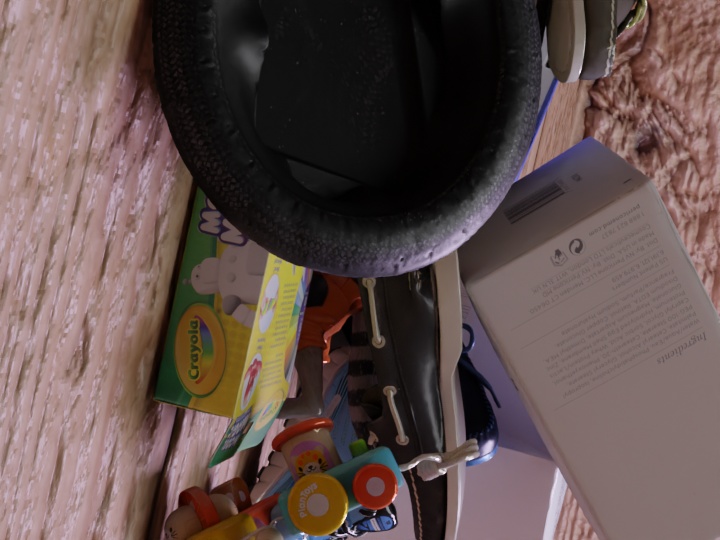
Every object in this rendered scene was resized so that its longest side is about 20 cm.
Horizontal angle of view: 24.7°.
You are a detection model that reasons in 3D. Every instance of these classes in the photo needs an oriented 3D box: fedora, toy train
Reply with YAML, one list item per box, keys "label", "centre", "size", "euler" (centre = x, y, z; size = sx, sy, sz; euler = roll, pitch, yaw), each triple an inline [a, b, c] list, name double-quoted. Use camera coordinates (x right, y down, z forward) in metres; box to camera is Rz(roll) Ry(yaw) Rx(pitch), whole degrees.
- label: "fedora"
  centre: [-0.015, -0.092, 0.726]
  size: [0.091, 0.199, 0.203]
  euler: [-23, -132, 65]
- label: "toy train"
  centre: [-0.040, 0.118, 0.883]
  size: [0.150, 0.199, 0.056]
  euler: [-18, 81, -55]

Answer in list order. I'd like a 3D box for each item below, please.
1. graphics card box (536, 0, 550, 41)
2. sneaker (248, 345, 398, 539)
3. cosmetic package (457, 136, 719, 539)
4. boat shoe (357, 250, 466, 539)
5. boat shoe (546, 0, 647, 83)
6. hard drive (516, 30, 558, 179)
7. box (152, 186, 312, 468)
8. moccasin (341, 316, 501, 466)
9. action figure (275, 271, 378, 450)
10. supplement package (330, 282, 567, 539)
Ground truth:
- label: "graphics card box"
  centre: [0.050, -0.183, 0.937]
  size: [0.051, 0.124, 0.202]
  euler: [-116, -148, -67]
- label: "sneaker"
  centre: [-0.023, 0.153, 1.043]
  size: [0.202, 0.089, 0.078]
  euler: [-64, 169, -3]
- label: "cosmetic package"
  centre: [0.149, 0.046, 0.992]
  size: [0.201, 0.122, 0.199]
  euler: [59, 5, -10]
- label: "boat shoe"
  centre: [0.029, 0.071, 0.925]
  size: [0.074, 0.059, 0.202]
  euler: [-87, 174, -59]
- label: "boat shoe"
  centre: [0.141, -0.177, 0.973]
  size: [0.203, 0.059, 0.073]
  euler: [-84, -175, -49]
- label: "hard drive"
  centre: [0.110, -0.099, 1.135]
  size: [0.200, 0.025, 0.133]
  euler: [104, 10, -67]
- label: "box"
  centre: [-0.054, -0.005, 0.838]
  size: [0.117, 0.048, 0.203]
  euler: [-1, 102, -80]
- label: "moccasin"
  centre: [0.030, 0.052, 1.120]
  size: [0.200, 0.080, 0.069]
  euler: [49, -35, 44]
- label: "action figure"
  centre: [0.000, 0.000, 0.992]
  size: [0.200, 0.104, 0.195]
  euler: [37, 76, -78]
- label: "supplement package"
  centre: [0.069, 0.108, 1.231]
  size: [0.201, 0.189, 0.148]
  euler: [-62, 162, -51]
